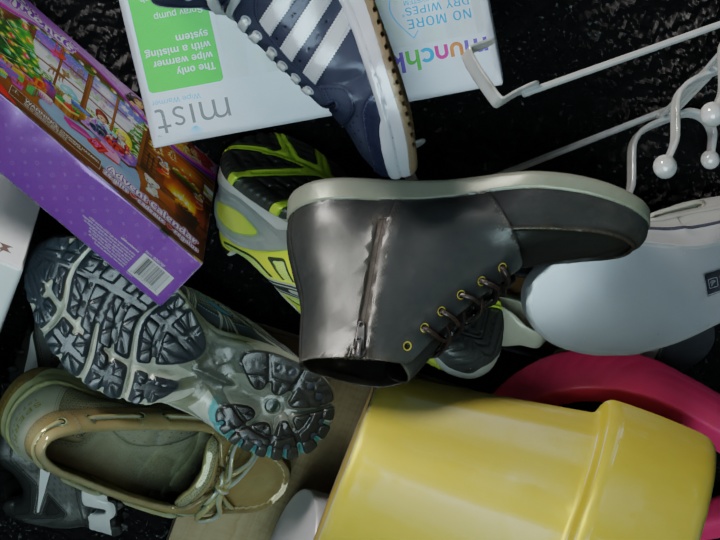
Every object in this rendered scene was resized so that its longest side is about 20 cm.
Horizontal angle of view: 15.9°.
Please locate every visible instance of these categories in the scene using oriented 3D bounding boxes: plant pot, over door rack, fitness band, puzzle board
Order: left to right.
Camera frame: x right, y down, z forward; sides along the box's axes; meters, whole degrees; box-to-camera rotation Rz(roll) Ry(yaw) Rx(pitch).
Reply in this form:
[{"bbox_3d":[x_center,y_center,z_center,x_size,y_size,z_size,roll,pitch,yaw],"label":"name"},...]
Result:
[{"bbox_3d":[-0.031,0.137,1.599,0.150,0.017,0.201,17,114,-9],"label":"puzzle board"},{"bbox_3d":[0.073,0.152,1.426,0.188,0.201,0.202,21,113,0],"label":"plant pot"},{"bbox_3d":[0.134,-0.077,1.404,0.199,0.148,0.067,-9,72,-20],"label":"over door rack"},{"bbox_3d":[0.158,0.111,1.539,0.199,0.038,0.143,28,133,-29],"label":"fitness band"}]

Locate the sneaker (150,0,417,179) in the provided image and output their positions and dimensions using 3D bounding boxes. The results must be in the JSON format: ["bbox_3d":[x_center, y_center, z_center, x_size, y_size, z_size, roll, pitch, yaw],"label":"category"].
[{"bbox_3d":[-0.046,-0.128,1.342,0.108,0.070,0.201,-21,105,3],"label":"sneaker"}]

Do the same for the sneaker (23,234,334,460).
[{"bbox_3d":[-0.111,0.042,1.494,0.199,0.086,0.078,34,95,-19],"label":"sneaker"}]

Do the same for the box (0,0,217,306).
[{"bbox_3d":[-0.167,-0.083,1.432,0.200,0.137,0.039,41,109,-17],"label":"box"}]

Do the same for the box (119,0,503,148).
[{"bbox_3d":[-0.034,-0.178,1.413,0.198,0.097,0.178,-9,112,3],"label":"box"}]

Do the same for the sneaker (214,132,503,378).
[{"bbox_3d":[0.000,0.000,1.482,0.200,0.075,0.077,38,139,21],"label":"sneaker"}]

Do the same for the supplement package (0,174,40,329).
[{"bbox_3d":[-0.283,0.026,1.473,0.151,0.151,0.201,20,113,-8],"label":"supplement package"}]

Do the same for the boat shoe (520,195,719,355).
[{"bbox_3d":[0.182,-0.006,1.487,0.199,0.066,0.072,-17,111,-10],"label":"boat shoe"}]

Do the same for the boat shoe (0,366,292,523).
[{"bbox_3d":[-0.117,0.111,1.509,0.200,0.063,0.073,23,103,-37],"label":"boat shoe"}]

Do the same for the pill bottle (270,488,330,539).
[{"bbox_3d":[0.045,0.200,1.560,0.199,0.112,0.113,19,113,-19],"label":"pill bottle"}]

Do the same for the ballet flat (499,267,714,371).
[{"bbox_3d":[0.115,0.032,1.522,0.199,0.073,0.073,16,114,-7],"label":"ballet flat"}]

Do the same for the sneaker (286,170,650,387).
[{"bbox_3d":[0.060,0.009,1.399,0.198,0.107,0.075,-2,159,0],"label":"sneaker"}]

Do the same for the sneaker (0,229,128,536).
[{"bbox_3d":[-0.191,0.072,1.541,0.090,0.067,0.201,-4,117,-1],"label":"sneaker"}]
